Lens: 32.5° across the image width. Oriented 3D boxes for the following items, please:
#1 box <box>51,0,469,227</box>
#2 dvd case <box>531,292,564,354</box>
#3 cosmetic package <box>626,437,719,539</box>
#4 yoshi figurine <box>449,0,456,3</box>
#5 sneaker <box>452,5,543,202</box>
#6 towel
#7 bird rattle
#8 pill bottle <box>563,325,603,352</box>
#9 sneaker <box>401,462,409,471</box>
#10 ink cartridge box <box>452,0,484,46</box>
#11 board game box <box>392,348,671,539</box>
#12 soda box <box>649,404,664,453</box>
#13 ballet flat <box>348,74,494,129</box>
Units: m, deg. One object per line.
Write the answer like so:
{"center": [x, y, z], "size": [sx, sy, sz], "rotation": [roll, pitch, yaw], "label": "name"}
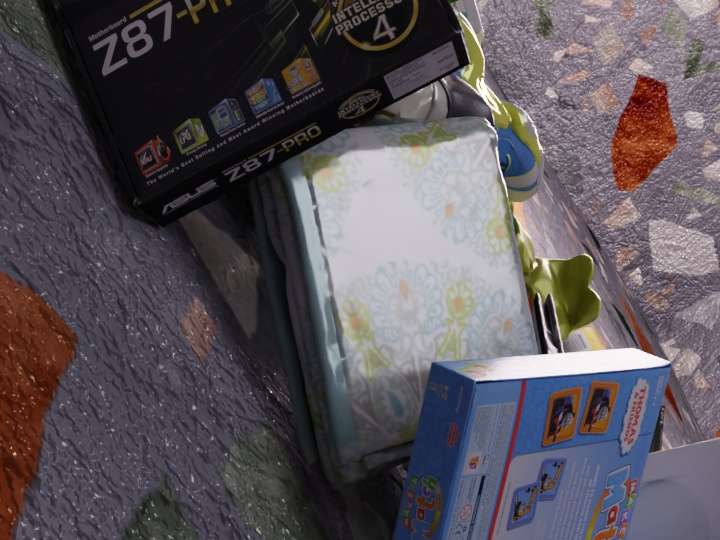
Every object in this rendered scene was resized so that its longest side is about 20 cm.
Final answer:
{"center": [-0.060, -0.142, 0.684], "size": [0.163, 0.198, 0.049], "rotation": [65, 6, 19], "label": "box"}
{"center": [0.115, 0.137, 0.859], "size": [0.149, 0.016, 0.203], "rotation": [-82, 180, -67], "label": "dvd case"}
{"center": [0.221, 0.236, 0.817], "size": [0.123, 0.197, 0.202], "rotation": [48, 36, -37], "label": "cosmetic package"}
{"center": [0.007, -0.203, 0.757], "size": [0.112, 0.113, 0.199], "rotation": [52, -25, -24], "label": "yoshi figurine"}
{"center": [0.066, -0.095, 0.897], "size": [0.200, 0.075, 0.106], "rotation": [50, 52, -37], "label": "sneaker"}
{"center": [0.026, 0.013, 0.740], "size": [0.169, 0.048, 0.204], "rotation": [-10, 88, -37], "label": "towel"}
{"center": [0.097, 0.028, 0.995], "size": [0.113, 0.163, 0.200], "rotation": [49, -17, -2], "label": "bird rattle"}
{"center": [0.225, 0.154, 1.265], "size": [0.202, 0.110, 0.111], "rotation": [66, 16, 19], "label": "pill bottle"}
{"center": [0.037, 0.111, 0.804], "size": [0.130, 0.079, 0.202], "rotation": [33, 37, -30], "label": "sneaker"}
{"center": [0.042, -0.212, 1.013], "size": [0.162, 0.049, 0.203], "rotation": [109, -27, -55], "label": "ink cartridge box"}
{"center": [0.100, 0.125, 0.716], "size": [0.198, 0.154, 0.036], "rotation": [1, 15, -46], "label": "board game box"}
{"center": [0.211, 0.207, 1.023], "size": [0.071, 0.062, 0.204], "rotation": [24, 70, -66], "label": "soda box"}
{"center": [-0.005, -0.115, 0.786], "size": [0.197, 0.074, 0.073], "rotation": [21, 23, -6], "label": "ballet flat"}
